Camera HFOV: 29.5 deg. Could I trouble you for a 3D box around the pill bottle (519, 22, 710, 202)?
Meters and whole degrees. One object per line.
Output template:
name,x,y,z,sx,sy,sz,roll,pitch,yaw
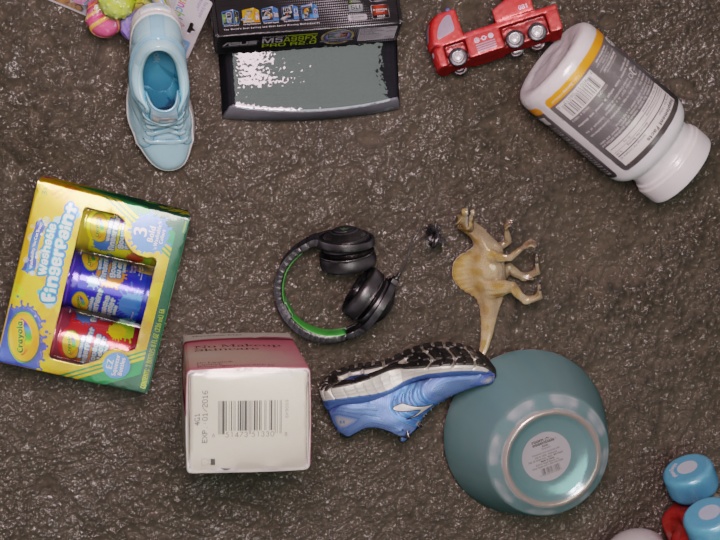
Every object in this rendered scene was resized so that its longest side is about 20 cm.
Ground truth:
pill bottle,0.285,-0.172,1.521,0.200,0.116,0.116,37,91,-13

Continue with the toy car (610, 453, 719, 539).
toy car,0.353,0.351,1.591,0.199,0.177,0.185,-23,113,7

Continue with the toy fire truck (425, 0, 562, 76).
toy fire truck,0.159,-0.307,1.506,0.199,0.049,0.141,-17,82,5

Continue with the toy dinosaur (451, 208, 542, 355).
toy dinosaur,0.156,0.011,1.568,0.101,0.058,0.201,-6,112,9

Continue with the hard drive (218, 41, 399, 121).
hard drive,-0.054,-0.231,1.495,0.199,0.042,0.135,-4,99,-8

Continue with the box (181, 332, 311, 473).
box,-0.126,0.136,1.456,0.127,0.200,0.109,-1,98,-9

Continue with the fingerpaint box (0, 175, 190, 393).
fingerpaint box,-0.287,0.015,1.478,0.166,0.073,0.201,14,95,-11

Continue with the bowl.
bowl,0.204,0.200,1.564,0.200,0.105,0.202,-2,101,-11

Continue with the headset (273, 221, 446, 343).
headset,0.000,0.000,1.536,0.200,0.094,0.124,-24,106,11

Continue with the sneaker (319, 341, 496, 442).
sneaker,0.058,0.141,1.558,0.199,0.079,0.089,-14,108,2

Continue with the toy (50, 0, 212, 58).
toy,-0.265,-0.275,1.418,0.200,0.115,0.047,25,63,-10

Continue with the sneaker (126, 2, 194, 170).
sneaker,-0.211,-0.172,1.421,0.074,0.082,0.200,-5,133,-3

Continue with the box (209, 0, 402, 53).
box,-0.065,-0.318,1.451,0.199,0.044,0.161,-5,75,-8
